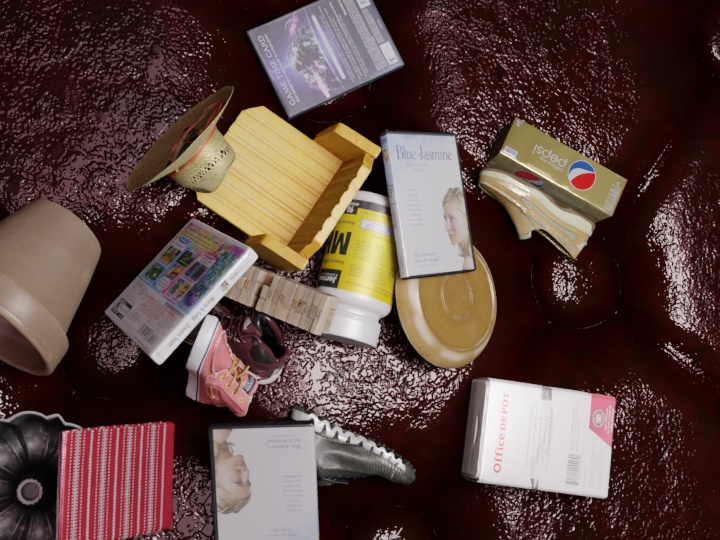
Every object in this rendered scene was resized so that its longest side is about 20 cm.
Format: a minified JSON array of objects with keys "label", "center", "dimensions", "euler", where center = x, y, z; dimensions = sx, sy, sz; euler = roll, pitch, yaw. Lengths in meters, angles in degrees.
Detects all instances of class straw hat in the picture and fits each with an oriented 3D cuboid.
[{"label":"straw hat","center":[-0.219,-0.151,1.234],"dimensions":[0.085,0.200,0.202],"euler":[45,77,-25]}]

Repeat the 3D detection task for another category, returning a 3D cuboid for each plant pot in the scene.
[{"label":"plant pot","center":[-0.429,0.009,1.173],"dimensions":[0.199,0.200,0.176],"euler":[35,59,-5]},{"label":"plant pot","center":[0.131,0.038,1.294],"dimensions":[0.198,0.027,0.203],"euler":[9,76,-40]}]

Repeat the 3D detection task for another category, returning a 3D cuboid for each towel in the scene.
[{"label":"towel","center":[-0.310,0.271,1.163],"dimensions":[0.022,0.199,0.147],"euler":[-4,83,30]}]

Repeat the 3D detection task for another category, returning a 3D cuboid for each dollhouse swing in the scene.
[{"label":"dollhouse swing","center":[-0.113,-0.132,1.255],"dimensions":[0.175,0.181,0.201],"euler":[37,78,-15]}]

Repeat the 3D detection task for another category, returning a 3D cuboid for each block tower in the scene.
[{"label":"block tower","center":[-0.121,0.030,1.232],"dimensions":[0.198,0.058,0.055],"euler":[21,93,27]}]

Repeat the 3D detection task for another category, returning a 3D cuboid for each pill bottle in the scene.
[{"label":"pill bottle","center":[0.000,0.000,1.277],"dimensions":[0.113,0.114,0.203],"euler":[15,80,-8]}]

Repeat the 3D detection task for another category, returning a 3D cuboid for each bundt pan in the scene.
[{"label":"bundt pan","center":[-0.425,0.284,1.181],"dimensions":[0.199,0.076,0.205],"euler":[1,83,-11]}]

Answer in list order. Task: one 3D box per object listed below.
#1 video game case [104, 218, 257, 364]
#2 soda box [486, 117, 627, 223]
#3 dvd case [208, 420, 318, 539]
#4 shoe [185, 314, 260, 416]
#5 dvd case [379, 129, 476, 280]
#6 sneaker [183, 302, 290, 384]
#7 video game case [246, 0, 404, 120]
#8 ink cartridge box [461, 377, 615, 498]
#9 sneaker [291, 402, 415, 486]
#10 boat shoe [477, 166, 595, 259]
[{"label":"video game case","center":[-0.241,0.020,1.195],"dimensions":[0.182,0.199,0.024],"euler":[-48,123,-12]},{"label":"soda box","center":[0.296,-0.149,1.375],"dimensions":[0.198,0.068,0.065],"euler":[29,78,-6]},{"label":"dvd case","center":[-0.129,0.303,1.221],"dimensions":[0.140,0.018,0.203],"euler":[-2,99,-1]},{"label":"shoe","center":[-0.175,0.128,1.186],"dimensions":[0.090,0.201,0.072],"euler":[21,58,0]},{"label":"dvd case","center":[0.096,-0.093,1.259],"dimensions":[0.141,0.017,0.203],"euler":[-6,86,-41]},{"label":"sneaker","center":[-0.176,0.070,1.228],"dimensions":[0.199,0.116,0.076],"euler":[32,56,-9]},{"label":"video game case","center":[-0.052,-0.330,1.357],"dimensions":[0.198,0.019,0.144],"euler":[-27,88,-12]},{"label":"ink cartridge box","center":[0.255,0.241,1.311],"dimensions":[0.197,0.085,0.148],"euler":[10,81,-11]},{"label":"sneaker","center":[-0.022,0.267,1.268],"dimensions":[0.198,0.066,0.091],"euler":[26,82,-3]},{"label":"boat shoe","center":[0.255,-0.082,1.362],"dimensions":[0.198,0.072,0.077],"euler":[28,90,-6]}]
